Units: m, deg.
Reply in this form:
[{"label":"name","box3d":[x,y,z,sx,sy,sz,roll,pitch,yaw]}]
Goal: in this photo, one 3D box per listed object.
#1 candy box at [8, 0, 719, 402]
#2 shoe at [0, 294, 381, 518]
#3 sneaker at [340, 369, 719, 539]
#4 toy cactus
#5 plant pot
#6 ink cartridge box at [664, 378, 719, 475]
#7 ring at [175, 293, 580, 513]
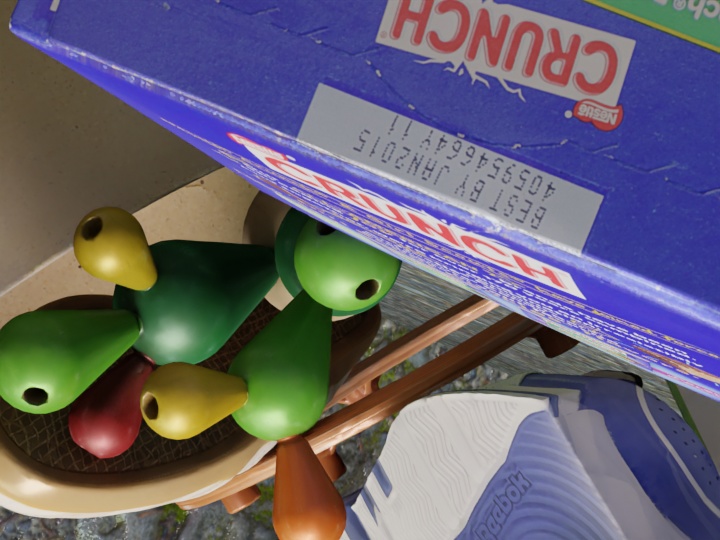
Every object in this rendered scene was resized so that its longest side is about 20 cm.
[{"label":"candy box","box3d":[0.042,-0.031,0.615,0.168,0.077,0.200,24,179,13]},{"label":"shoe","box3d":[-0.058,0.041,0.877,0.070,0.053,0.200,45,-152,13]},{"label":"sneaker","box3d":[0.060,0.062,0.879,0.081,0.115,0.199,62,152,4]},{"label":"toy cactus","box3d":[0.000,0.000,0.807,0.103,0.199,0.165,61,176,-6]},{"label":"plant pot","box3d":[-0.114,-0.041,0.909,0.135,0.200,0.200,58,-177,9]},{"label":"ink cartridge box","box3d":[0.146,0.052,0.937,0.118,0.067,0.200,65,-172,12]},{"label":"ring","box3d":[0.029,0.030,0.964,0.019,0.200,0.200,59,175,-3]}]
